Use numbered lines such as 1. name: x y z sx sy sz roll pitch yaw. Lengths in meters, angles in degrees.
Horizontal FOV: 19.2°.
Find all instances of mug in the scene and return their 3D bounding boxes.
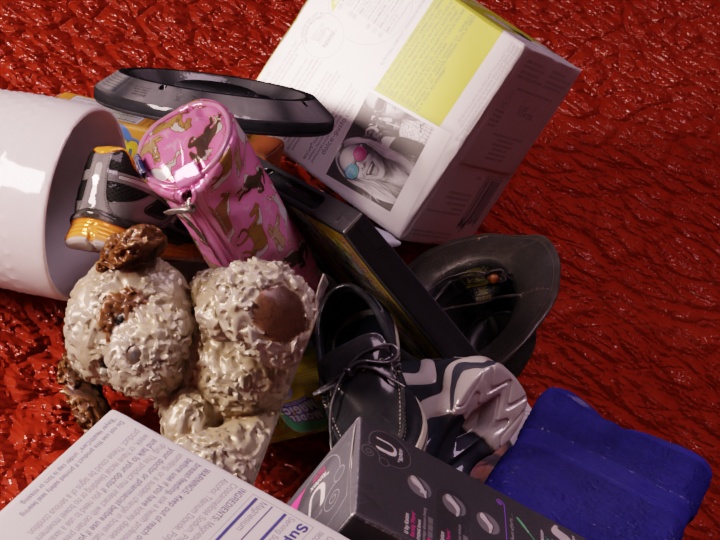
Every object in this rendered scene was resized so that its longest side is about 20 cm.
1. mug: -0.277 -0.065 1.629 0.174 0.149 0.200 11 4 16

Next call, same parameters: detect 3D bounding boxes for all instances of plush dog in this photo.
1. plush dog: -0.128 0.049 1.519 0.171 0.201 0.161 21 21 -1

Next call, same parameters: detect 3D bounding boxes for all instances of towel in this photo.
1. towel: 0.169 0.172 1.569 0.147 0.050 0.200 25 30 11

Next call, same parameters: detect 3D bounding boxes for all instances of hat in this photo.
1. hat: 0.092 0.058 1.763 0.201 0.200 0.081 -96 161 -56

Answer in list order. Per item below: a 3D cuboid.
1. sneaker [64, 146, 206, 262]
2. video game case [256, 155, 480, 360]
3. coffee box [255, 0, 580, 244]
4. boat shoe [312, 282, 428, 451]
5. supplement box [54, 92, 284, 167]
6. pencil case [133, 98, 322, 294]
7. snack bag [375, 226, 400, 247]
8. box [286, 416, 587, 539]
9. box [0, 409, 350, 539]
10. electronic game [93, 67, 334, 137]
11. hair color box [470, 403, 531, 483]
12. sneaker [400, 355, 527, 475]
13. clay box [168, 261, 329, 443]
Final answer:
1. sneaker: -0.155 -0.047 1.609 0.078 0.078 0.200 4 -1 17
2. video game case: 0.000 0.000 1.649 0.200 0.026 0.181 50 -12 -36
3. coffee box: 0.045 -0.159 1.910 0.197 0.201 0.200 36 10 17
4. boat shoe: 0.001 0.081 1.521 0.062 0.074 0.201 58 14 -34
5. supplement box: -0.168 -0.093 1.769 0.199 0.067 0.069 13 18 10
6. pencil case: -0.092 -0.033 1.570 0.083 0.200 0.087 29 69 39
7. snack bag: -0.097 -0.045 1.807 0.188 0.022 0.200 -4 22 -40
8. box: 0.047 0.210 1.423 0.199 0.122 0.106 30 30 -17
9. box: -0.127 0.209 1.287 0.199 0.105 0.184 26 41 18
10. electronic game: -0.120 -0.134 1.745 0.199 0.042 0.200 9 10 -2
11. hair color box: 0.112 0.180 1.615 0.110 0.064 0.200 5 35 -32
12. sneaker: 0.020 0.137 1.564 0.079 0.200 0.129 42 -12 -27
13. clay box: -0.083 0.068 1.656 0.115 0.048 0.200 -8 44 -48
